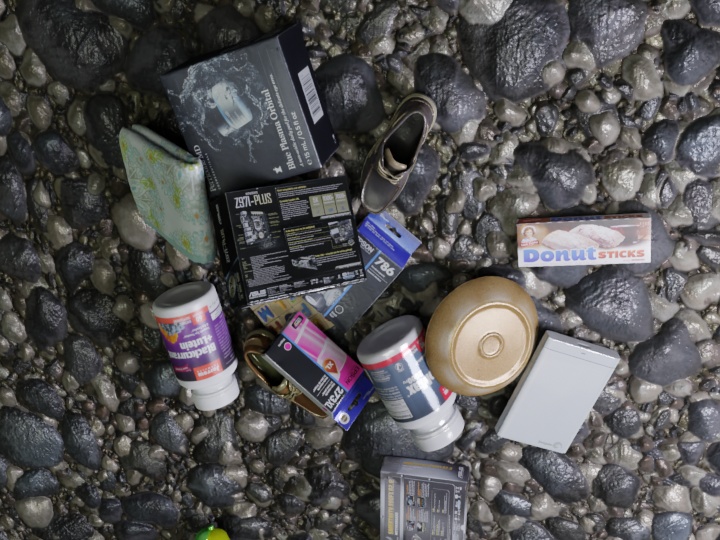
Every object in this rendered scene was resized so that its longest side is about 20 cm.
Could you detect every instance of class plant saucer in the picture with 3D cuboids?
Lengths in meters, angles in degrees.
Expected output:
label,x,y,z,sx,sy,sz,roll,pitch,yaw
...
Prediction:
label,x,y,z,sx,sy,sz,roll,pitch,yaw
plant saucer,0.198,0.111,1.379,0.196,0.035,0.204,-6,109,-16

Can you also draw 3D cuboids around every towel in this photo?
label,x,y,z,sx,sy,sz,roll,pitch,yaw
towel,-0.299,-0.121,1.369,0.199,0.048,0.173,31,140,37

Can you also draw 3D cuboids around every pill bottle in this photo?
label,x,y,z,sx,sy,sz,roll,pitch,yaw
pill bottle,0.089,0.187,1.442,0.118,0.120,0.202,-23,107,21
pill bottle,-0.274,0.131,1.506,0.109,0.112,0.203,-9,112,16

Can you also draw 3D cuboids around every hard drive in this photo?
label,x,y,z,sx,sy,sz,roll,pitch,yaw
hard drive,0.317,0.201,1.431,0.130,0.027,0.202,16,117,-12

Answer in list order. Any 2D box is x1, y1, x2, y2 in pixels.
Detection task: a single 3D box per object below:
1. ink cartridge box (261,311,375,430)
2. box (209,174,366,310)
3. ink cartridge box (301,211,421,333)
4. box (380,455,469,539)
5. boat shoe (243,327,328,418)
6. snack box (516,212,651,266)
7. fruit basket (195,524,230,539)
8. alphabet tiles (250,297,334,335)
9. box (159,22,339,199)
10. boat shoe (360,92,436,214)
label,x,y,z,sx,sy,sz,roll,pitch,yaw
ink cartridge box,-0.064,0.170,1.483,0.200,0.095,0.037,43,160,-12
box,-0.108,-0.043,1.318,0.197,0.086,0.167,-12,88,-27
ink cartridge box,0.000,0.000,1.421,0.099,0.039,0.201,38,113,-5
box,0.114,0.438,1.587,0.155,0.048,0.203,4,114,12
boat shoe,-0.129,0.189,1.516,0.200,0.074,0.076,42,116,-11
snack box,0.337,-0.046,1.335,0.196,0.024,0.073,-2,114,13
fruit basket,-0.267,0.606,1.705,0.211,0.157,0.218,4,131,4
alphabet tiles,-0.122,0.027,1.483,0.165,0.006,0.201,-32,103,23
box,-0.161,-0.236,1.316,0.197,0.118,0.200,-13,110,19
boat shoe,0.047,-0.170,1.320,0.074,0.073,0.202,25,116,1
